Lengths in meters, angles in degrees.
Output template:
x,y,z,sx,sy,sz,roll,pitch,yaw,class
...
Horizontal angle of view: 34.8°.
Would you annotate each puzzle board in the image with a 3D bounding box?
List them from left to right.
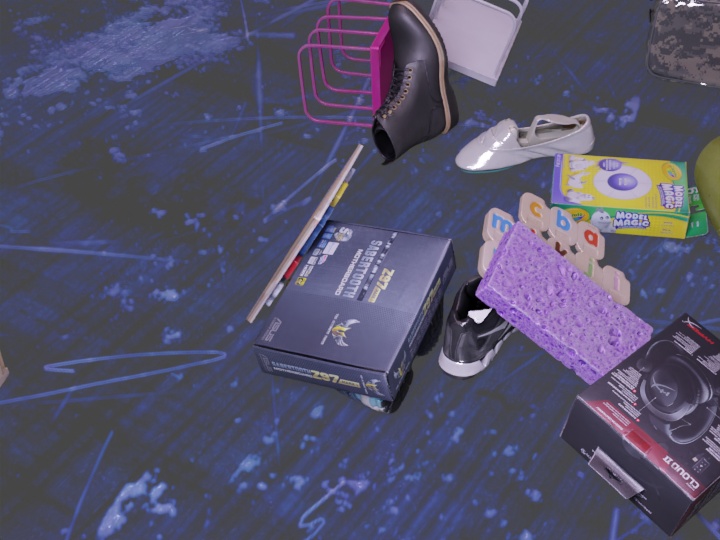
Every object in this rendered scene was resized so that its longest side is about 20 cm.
x,y,z,sx,sy,sz,roll,pitch,yaw,class
-0.062,-0.040,1.337,0.017,0.200,0.151,33,43,-4,puzzle board

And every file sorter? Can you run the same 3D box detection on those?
x,y,z,sx,sy,sz,roll,pitch,yaw,class
-0.003,-0.321,1.704,0.125,0.139,0.200,8,41,14,file sorter
0.187,-0.409,1.787,0.139,0.125,0.200,23,42,2,file sorter

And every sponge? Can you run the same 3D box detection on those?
x,y,z,sx,sy,sz,roll,pitch,yaw,class
0.224,0.045,1.251,0.200,0.030,0.112,38,48,-6,sponge

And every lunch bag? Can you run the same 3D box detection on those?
x,y,z,sx,sy,sz,roll,pitch,yaw,class
0.532,-0.363,1.740,0.200,0.140,0.168,10,25,13,lunch bag

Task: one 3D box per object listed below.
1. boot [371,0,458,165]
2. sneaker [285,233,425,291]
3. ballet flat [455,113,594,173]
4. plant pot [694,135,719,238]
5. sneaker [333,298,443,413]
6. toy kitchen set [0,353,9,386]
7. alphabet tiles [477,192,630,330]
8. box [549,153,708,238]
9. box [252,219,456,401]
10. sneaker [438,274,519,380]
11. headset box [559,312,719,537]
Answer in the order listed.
x,y,z,sx,sy,sz,roll,pitch,yaw,class
0.055,-0.258,1.582,0.138,0.200,0.077,-37,24,-31,boot
0.000,0.000,1.362,0.200,0.078,0.082,-23,43,-24,sneaker
0.227,-0.184,1.583,0.200,0.070,0.069,-9,40,-7,ballet flat
0.495,-0.092,1.395,0.187,0.187,0.200,-10,26,-10,plant pot
0.031,0.068,1.281,0.086,0.078,0.200,13,42,23,sneaker
-0.486,0.015,1.299,0.200,0.163,0.181,7,40,11,toy kitchen set
0.223,0.007,1.306,0.200,0.015,0.196,25,50,-16,alphabet tiles
0.348,-0.097,1.488,0.200,0.048,0.117,6,41,7,box
-0.002,0.037,1.239,0.157,0.051,0.200,11,51,23,box
0.155,0.033,1.302,0.066,0.091,0.200,22,45,29,sneaker
0.310,0.154,1.142,0.200,0.077,0.149,-32,60,-30,headset box
